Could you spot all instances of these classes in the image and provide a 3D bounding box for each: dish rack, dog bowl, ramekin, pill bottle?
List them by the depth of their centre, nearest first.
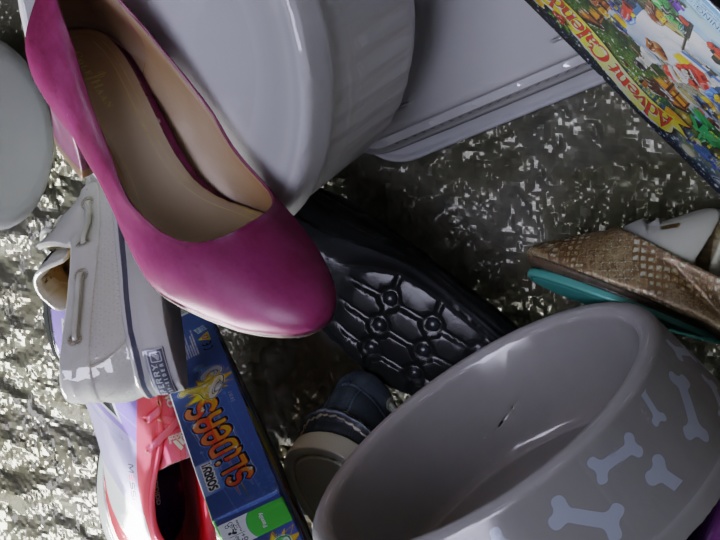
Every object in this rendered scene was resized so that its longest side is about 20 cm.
[{"bbox_3d":[0.066,0.088,0.901,0.199,0.200,0.059,-24,109,35],"label":"dog bowl"},{"bbox_3d":[-0.062,-0.121,0.963,0.202,0.094,0.204,25,128,37],"label":"ramekin"},{"bbox_3d":[0.038,-0.148,0.973,0.199,0.043,0.173,-20,96,36],"label":"dish rack"},{"bbox_3d":[-0.275,-0.066,1.158,0.199,0.106,0.107,-4,104,33],"label":"pill bottle"}]

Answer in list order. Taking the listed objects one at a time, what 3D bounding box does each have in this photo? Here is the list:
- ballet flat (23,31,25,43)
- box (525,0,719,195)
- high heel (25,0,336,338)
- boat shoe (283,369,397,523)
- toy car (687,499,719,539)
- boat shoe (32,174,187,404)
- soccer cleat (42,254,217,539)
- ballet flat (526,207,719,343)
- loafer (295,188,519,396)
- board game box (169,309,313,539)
[{"bbox_3d":[-0.145,-0.185,1.071,0.072,0.067,0.202,32,126,41],"label":"ballet flat"},{"bbox_3d":[0.150,-0.081,0.840,0.200,0.038,0.137,45,167,3],"label":"box"},{"bbox_3d":[-0.081,-0.052,0.889,0.200,0.067,0.097,36,144,33],"label":"high heel"},{"bbox_3d":[0.024,0.135,1.049,0.074,0.062,0.201,-2,133,38],"label":"boat shoe"},{"bbox_3d":[0.149,0.160,0.951,0.200,0.175,0.150,38,86,4],"label":"toy car"},{"bbox_3d":[-0.129,-0.008,1.040,0.069,0.201,0.071,-13,133,1],"label":"boat shoe"},{"bbox_3d":[-0.116,0.068,1.120,0.073,0.068,0.202,12,118,50],"label":"soccer cleat"},{"bbox_3d":[0.171,0.010,0.942,0.199,0.070,0.066,23,90,21],"label":"ballet flat"},{"bbox_3d":[0.000,0.000,1.031,0.200,0.070,0.068,29,123,15],"label":"loafer"},{"bbox_3d":[-0.050,0.112,1.018,0.034,0.200,0.136,-24,119,-3],"label":"board game box"}]
